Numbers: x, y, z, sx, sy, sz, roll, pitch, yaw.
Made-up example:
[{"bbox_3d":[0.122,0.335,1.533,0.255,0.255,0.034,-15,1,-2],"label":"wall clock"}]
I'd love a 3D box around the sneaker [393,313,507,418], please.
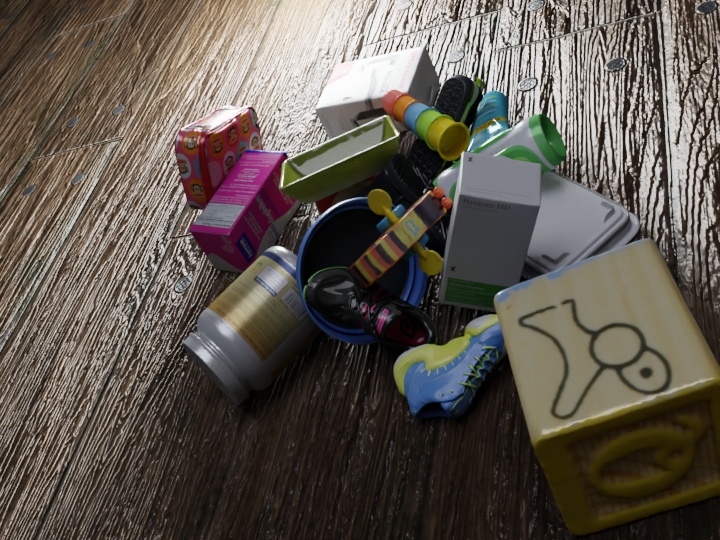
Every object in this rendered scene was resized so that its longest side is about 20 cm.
[{"bbox_3d":[0.140,0.131,1.086,0.197,0.076,0.107,-25,52,17],"label":"sneaker"}]

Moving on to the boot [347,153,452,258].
[{"bbox_3d":[0.065,-0.056,1.295,0.168,0.201,0.076,-41,2,42],"label":"boot"}]

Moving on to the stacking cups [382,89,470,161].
[{"bbox_3d":[0.098,-0.236,1.365,0.060,0.061,0.200,-37,38,-8],"label":"stacking cups"}]

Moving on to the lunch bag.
[{"bbox_3d":[-0.251,-0.194,1.562,0.080,0.180,0.200,7,30,23],"label":"lunch bag"}]

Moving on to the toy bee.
[{"bbox_3d":[0.067,-0.070,1.132,0.108,0.129,0.203,-37,28,58],"label":"toy bee"}]

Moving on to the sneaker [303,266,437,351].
[{"bbox_3d":[0.019,0.051,1.140,0.084,0.196,0.078,-162,94,-81],"label":"sneaker"}]

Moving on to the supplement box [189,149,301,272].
[{"bbox_3d":[-0.193,-0.104,1.492,0.102,0.102,0.202,8,54,35],"label":"supplement box"}]

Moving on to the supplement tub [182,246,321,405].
[{"bbox_3d":[-0.148,0.080,1.244,0.200,0.146,0.143,-44,42,-17],"label":"supplement tub"}]

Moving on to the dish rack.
[{"bbox_3d":[0.274,-0.066,1.214,0.171,0.044,0.200,-40,40,-9],"label":"dish rack"}]

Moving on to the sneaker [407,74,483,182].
[{"bbox_3d":[0.149,-0.224,1.412,0.071,0.082,0.203,39,109,34],"label":"sneaker"}]

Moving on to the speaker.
[{"bbox_3d":[0.203,-0.149,1.269,0.198,0.088,0.090,-30,35,32],"label":"speaker"}]

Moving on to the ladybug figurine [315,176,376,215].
[{"bbox_3d":[-0.023,-0.148,1.455,0.134,0.072,0.201,-31,40,0],"label":"ladybug figurine"}]

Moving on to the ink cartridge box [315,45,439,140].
[{"bbox_3d":[0.033,-0.329,1.594,0.196,0.084,0.149,-5,45,28],"label":"ink cartridge box"}]

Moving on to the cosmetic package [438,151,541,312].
[{"bbox_3d":[0.167,-0.046,1.119,0.105,0.202,0.086,8,48,5],"label":"cosmetic package"}]

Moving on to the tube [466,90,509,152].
[{"bbox_3d":[0.210,-0.235,1.369,0.077,0.051,0.201,-33,17,25],"label":"tube"}]

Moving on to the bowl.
[{"bbox_3d":[0.000,0.000,1.203,0.200,0.202,0.039,-42,19,-14],"label":"bowl"}]

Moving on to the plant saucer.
[{"bbox_3d":[-0.029,-0.170,1.349,0.196,0.049,0.200,-23,19,4],"label":"plant saucer"}]

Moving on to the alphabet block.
[{"bbox_3d":[0.268,0.125,0.907,0.192,0.198,0.202,-21,41,13],"label":"alphabet block"}]
